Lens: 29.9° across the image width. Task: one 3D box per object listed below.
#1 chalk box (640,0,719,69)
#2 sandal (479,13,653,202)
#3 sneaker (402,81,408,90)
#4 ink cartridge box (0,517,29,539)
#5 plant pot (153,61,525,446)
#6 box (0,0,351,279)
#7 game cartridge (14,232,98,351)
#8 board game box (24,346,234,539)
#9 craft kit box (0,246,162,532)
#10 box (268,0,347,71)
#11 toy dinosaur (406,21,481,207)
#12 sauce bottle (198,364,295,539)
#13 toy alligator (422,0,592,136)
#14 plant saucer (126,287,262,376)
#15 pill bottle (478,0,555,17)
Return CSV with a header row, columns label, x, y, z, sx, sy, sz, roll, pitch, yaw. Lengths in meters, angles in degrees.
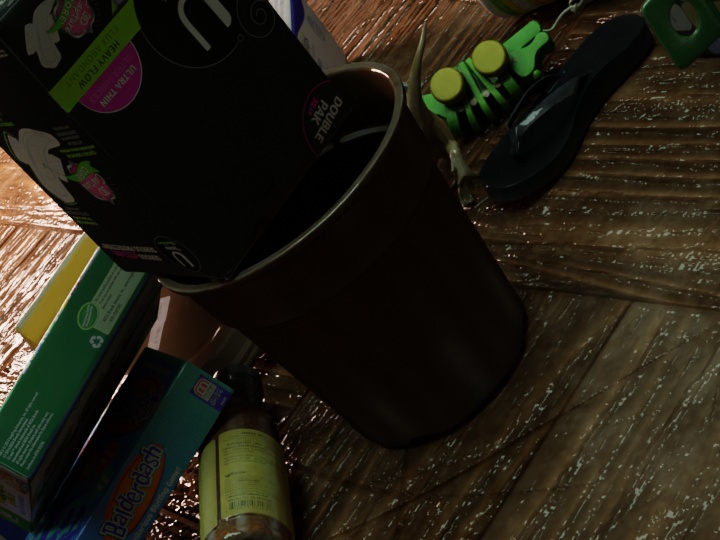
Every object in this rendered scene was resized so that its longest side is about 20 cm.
label,x,y,z,sx,sy,sz,roll,pitch,yaw
chalk box,0.279,-0.236,0.972,0.200,0.125,0.124,-53,31,-17
sandal,0.153,-0.134,1.062,0.076,0.043,0.200,9,56,54
sneaker,-0.031,-0.093,1.205,0.199,0.078,0.112,-18,56,13
ink cartridge box,-0.313,0.201,1.107,0.200,0.094,0.044,-38,30,7
plant pot,0.000,0.000,0.906,0.200,0.198,0.201,-29,32,21
box,-0.133,-0.114,0.808,0.124,0.200,0.149,5,52,50
game cartridge,-0.195,-0.012,1.082,0.200,0.032,0.176,-54,-2,-13
board game box,-0.180,0.156,0.995,0.200,0.045,0.152,-59,17,-11
craft kit box,-0.203,0.075,0.969,0.200,0.048,0.198,-63,-1,-25
box,-0.115,-0.157,1.342,0.200,0.105,0.184,-32,31,17
toy dinosaur,0.049,-0.104,1.045,0.058,0.200,0.101,-20,72,3
sauce bottle,-0.082,0.139,0.953,0.066,0.066,0.200,-32,30,15
toy alligator,0.126,-0.165,1.131,0.200,0.059,0.054,-31,73,13
plant saucer,-0.140,0.028,1.143,0.200,0.029,0.201,-25,52,36
pill bottle,0.191,-0.303,1.172,0.200,0.111,0.111,-15,39,37
